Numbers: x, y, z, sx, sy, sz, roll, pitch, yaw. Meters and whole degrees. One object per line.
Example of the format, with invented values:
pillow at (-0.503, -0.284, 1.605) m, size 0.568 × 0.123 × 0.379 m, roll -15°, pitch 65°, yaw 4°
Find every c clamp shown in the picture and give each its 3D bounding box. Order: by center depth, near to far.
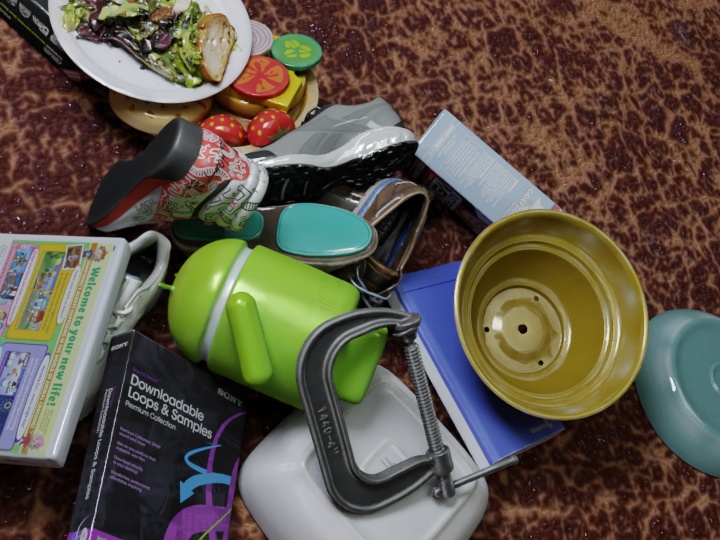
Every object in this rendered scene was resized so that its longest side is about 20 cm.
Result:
c clamp at (0.032, 0.115, 0.939) m, size 0.169 × 0.027 × 0.202 m, roll -26°, pitch 110°, yaw -17°

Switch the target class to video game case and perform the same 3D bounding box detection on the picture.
video game case at (-0.295, 0.057, 0.905) m, size 0.179 × 0.022 × 0.202 m, roll 2°, pitch 57°, yaw 13°

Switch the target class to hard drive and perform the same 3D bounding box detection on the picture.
hard drive at (0.113, 0.088, 1.110) m, size 0.131 × 0.025 × 0.202 m, roll -11°, pitch 67°, yaw -49°

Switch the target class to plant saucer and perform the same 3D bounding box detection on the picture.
plant saucer at (0.395, 0.127, 1.236) m, size 0.197 × 0.036 × 0.203 m, roll 11°, pitch 60°, yaw -19°

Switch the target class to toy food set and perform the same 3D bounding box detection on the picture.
toy food set at (-0.139, -0.189, 1.121) m, size 0.197 × 0.049 × 0.199 m, roll 16°, pitch 49°, yaw 7°

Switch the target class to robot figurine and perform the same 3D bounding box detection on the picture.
robot figurine at (-0.078, 0.045, 0.968) m, size 0.198 × 0.175 × 0.117 m, roll 23°, pitch 94°, yaw 0°

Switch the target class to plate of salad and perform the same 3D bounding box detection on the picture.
plate of salad at (-0.198, -0.248, 1.075) m, size 0.197 × 0.048 × 0.203 m, roll 10°, pitch 59°, yaw -16°

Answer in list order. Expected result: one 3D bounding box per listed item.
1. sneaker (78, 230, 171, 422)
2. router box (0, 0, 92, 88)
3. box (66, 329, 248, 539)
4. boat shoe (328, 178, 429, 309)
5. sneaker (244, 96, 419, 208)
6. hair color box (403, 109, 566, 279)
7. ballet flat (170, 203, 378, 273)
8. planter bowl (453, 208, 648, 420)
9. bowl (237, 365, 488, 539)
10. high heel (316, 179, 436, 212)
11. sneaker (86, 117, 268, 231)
sneaker at (-0.226, 0.042, 0.960) m, size 0.074 × 0.087 × 0.202 m, roll 29°, pitch 56°, yaw -8°
router box at (-0.271, -0.300, 1.142) m, size 0.150 × 0.062 × 0.200 m, roll 42°, pitch 54°, yaw 0°
box at (-0.161, 0.168, 0.912) m, size 0.143 × 0.036 × 0.202 m, roll 36°, pitch 46°, yaw -41°
boat shoe at (0.000, 0.000, 1.057) m, size 0.072 × 0.072 × 0.202 m, roll 30°, pitch 81°, yaw -23°
sneaker at (-0.044, -0.115, 1.071) m, size 0.198 × 0.074 × 0.080 m, roll -17°, pitch 66°, yaw -25°
hair color box at (0.140, -0.073, 1.178) m, size 0.199 × 0.099 × 0.061 m, roll 40°, pitch 84°, yaw 1°
ballet flat at (-0.077, -0.026, 1.044) m, size 0.197 × 0.068 × 0.069 m, roll 7°, pitch 57°, yaw 12°
planter bowl at (0.171, 0.050, 1.083) m, size 0.197 × 0.083 × 0.204 m, roll 4°, pitch 73°, yaw -15°
bowl at (0.015, 0.191, 0.999) m, size 0.200 × 0.075 × 0.199 m, roll 48°, pitch 55°, yaw 4°
high heel at (-0.024, -0.106, 1.149) m, size 0.198 × 0.072 × 0.144 m, roll -13°, pitch 66°, yaw -28°
sneaker at (-0.162, -0.061, 0.994) m, size 0.107 × 0.200 × 0.068 m, roll 27°, pitch 60°, yaw -27°
